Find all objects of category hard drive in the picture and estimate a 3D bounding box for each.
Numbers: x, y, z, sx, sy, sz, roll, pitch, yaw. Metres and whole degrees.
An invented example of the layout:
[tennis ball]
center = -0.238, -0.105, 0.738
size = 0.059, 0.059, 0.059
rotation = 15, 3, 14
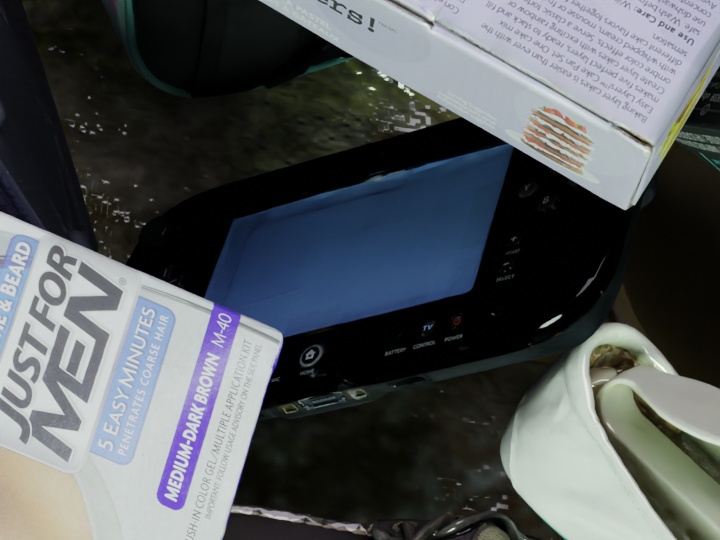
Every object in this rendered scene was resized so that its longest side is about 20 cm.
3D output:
[hard drive]
center = -0.134, -0.069, 0.960
size = 0.042, 0.135, 0.200
rotation = -25, 46, 3

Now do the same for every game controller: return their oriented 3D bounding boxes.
[game controller]
center = 0.000, 0.000, 0.914
size = 0.200, 0.042, 0.104
rotation = -15, 31, 33

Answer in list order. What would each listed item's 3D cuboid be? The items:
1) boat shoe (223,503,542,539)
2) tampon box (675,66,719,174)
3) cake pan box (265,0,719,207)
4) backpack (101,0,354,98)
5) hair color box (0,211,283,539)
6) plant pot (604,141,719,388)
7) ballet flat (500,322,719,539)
[boat shoe]
center = 0.029, 0.101, 0.883
size = 0.199, 0.065, 0.073
rotation = 14, 44, -2
[tampon box]
center = 0.218, -0.035, 0.896
size = 0.200, 0.150, 0.126
rotation = 36, 84, -18
[cake pan box]
center = 0.039, -0.144, 0.862
size = 0.200, 0.052, 0.184
rotation = 29, 68, 6
[backpack]
center = -0.031, -0.162, 1.020
size = 0.175, 0.200, 0.153
rotation = -26, 56, -13
[hair color box]
center = -0.132, 0.035, 0.824
size = 0.199, 0.065, 0.110
rotation = 22, 57, -11
[plant pot]
center = 0.150, -0.038, 1.001
size = 0.200, 0.202, 0.093
rotation = -4, 7, -19
[ballet flat]
center = 0.119, 0.087, 0.834
size = 0.069, 0.070, 0.200
rotation = -29, 58, -35
